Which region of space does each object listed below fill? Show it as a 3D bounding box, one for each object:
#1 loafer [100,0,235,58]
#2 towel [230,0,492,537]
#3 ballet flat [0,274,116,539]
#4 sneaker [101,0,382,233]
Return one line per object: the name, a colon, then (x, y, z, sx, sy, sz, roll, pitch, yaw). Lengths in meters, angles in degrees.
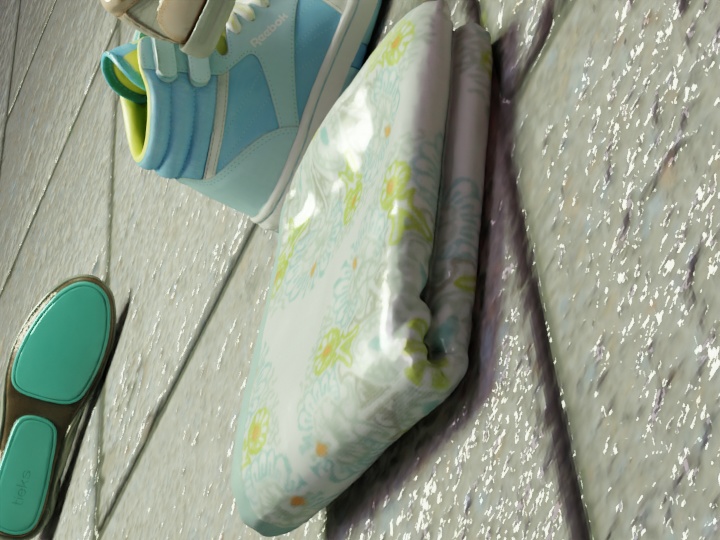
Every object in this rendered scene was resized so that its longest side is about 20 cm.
loafer: (-0.068, -0.197, 1.059, 0.072, 0.063, 0.201, -96, 27, -60)
towel: (0.000, 0.000, 0.979, 0.171, 0.048, 0.201, 130, 152, -52)
ballet flat: (-0.228, 0.095, 1.569, 0.064, 0.067, 0.201, -146, 74, -80)
sneaker: (-0.064, -0.132, 1.168, 0.080, 0.130, 0.201, 162, 124, -71)
